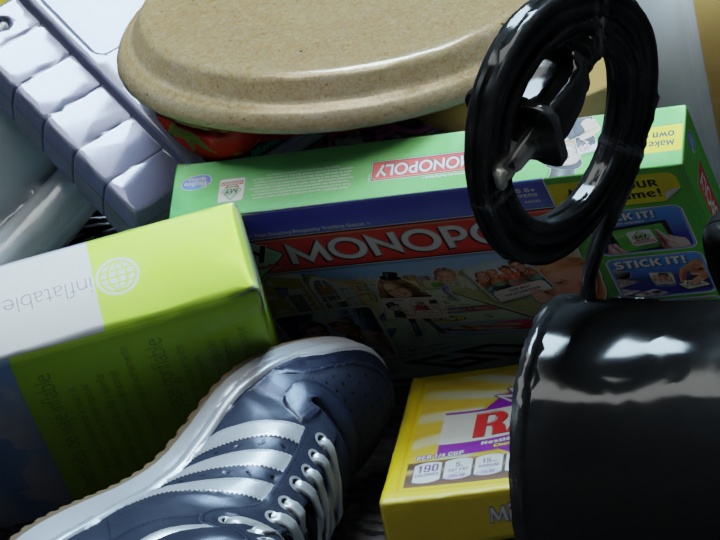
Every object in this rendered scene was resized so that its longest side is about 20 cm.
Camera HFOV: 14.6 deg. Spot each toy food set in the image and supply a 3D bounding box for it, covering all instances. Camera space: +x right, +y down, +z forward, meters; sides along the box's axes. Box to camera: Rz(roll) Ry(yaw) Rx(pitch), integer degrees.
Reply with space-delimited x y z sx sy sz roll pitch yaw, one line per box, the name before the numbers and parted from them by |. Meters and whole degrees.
toy food set | 0.002 -0.095 1.121 0.199 0.049 0.198 -13 29 -6

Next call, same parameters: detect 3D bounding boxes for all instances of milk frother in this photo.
milk frother | 0.140 0.014 0.863 0.187 0.200 0.181 -4 60 24

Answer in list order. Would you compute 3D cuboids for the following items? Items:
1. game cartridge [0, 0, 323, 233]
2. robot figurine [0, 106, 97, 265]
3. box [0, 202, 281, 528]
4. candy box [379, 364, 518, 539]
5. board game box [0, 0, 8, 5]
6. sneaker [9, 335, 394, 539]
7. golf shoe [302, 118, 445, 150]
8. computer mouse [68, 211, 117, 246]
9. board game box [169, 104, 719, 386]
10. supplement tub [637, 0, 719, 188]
game cartridge | -0.057 -0.104 1.219 0.200 0.038 0.130 -34 61 -26
robot figurine | -0.183 -0.036 1.257 0.169 0.113 0.200 22 68 42
box | -0.128 0.049 1.072 0.199 0.122 0.048 -15 57 0
candy box | 0.110 0.057 1.031 0.199 0.027 0.102 -9 21 12
board game box | -0.209 -0.085 1.403 0.200 0.040 0.153 -43 18 11
sneaker | -0.030 0.092 0.982 0.108 0.070 0.200 11 34 42
golf shoe | 0.021 -0.064 1.293 0.072 0.092 0.200 25 36 22
computer mouse | -0.107 -0.050 1.382 0.138 0.053 0.200 -21 33 -7
board game box | 0.044 -0.004 1.079 0.199 0.135 0.029 -6 57 20
supplement tub | 0.190 -0.102 1.198 0.199 0.145 0.145 -11 23 10
